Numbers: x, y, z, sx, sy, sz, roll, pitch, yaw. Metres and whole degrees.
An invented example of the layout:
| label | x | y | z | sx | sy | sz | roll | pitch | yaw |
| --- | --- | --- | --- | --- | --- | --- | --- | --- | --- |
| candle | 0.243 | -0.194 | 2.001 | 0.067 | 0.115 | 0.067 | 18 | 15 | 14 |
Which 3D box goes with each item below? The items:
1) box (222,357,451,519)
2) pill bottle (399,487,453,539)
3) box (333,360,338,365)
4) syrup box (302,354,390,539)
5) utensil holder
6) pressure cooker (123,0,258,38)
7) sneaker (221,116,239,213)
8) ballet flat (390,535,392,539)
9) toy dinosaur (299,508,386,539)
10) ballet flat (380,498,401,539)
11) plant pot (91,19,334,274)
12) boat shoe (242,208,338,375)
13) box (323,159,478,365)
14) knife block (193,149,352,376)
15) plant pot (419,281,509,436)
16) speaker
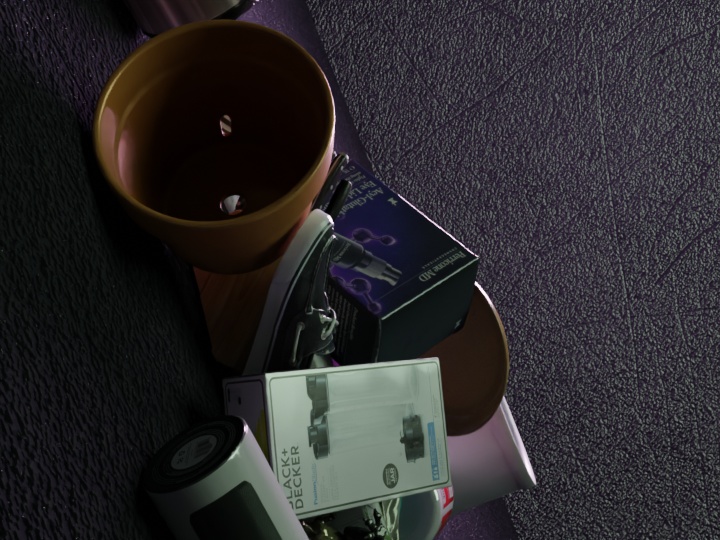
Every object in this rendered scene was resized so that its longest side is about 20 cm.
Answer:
| label | x | y | z | sx | sy | sz | roll | pitch | yaw |
| --- | --- | --- | --- | --- | --- | --- | --- | --- | --- |
| box | -0.016 | 0.138 | 0.908 | 0.198 | 0.060 | 0.119 | 1 | 82 | -42 |
| pill bottle | 0.053 | 0.271 | 1.291 | 0.200 | 0.111 | 0.114 | 31 | 37 | -77 |
| box | -0.031 | 0.015 | 1.349 | 0.137 | 0.038 | 0.204 | -66 | 156 | -60 |
| syrup box | -0.045 | 0.168 | 1.021 | 0.079 | 0.080 | 0.203 | 54 | 14 | -63 |
| utensil holder | 0.116 | 0.246 | 1.478 | 0.170 | 0.197 | 0.173 | -23 | 90 | -81 |
| pressure cooker | -0.199 | -0.360 | 1.125 | 0.175 | 0.178 | 0.201 | 29 | -24 | 47 |
| sneaker | -0.121 | -0.115 | 1.163 | 0.201 | 0.114 | 0.077 | 56 | 13 | -56 |
| ballet flat | -0.008 | 0.264 | 1.090 | 0.072 | 0.071 | 0.204 | 35 | 34 | -75 |
| toy dinosaur | 0.004 | 0.242 | 0.914 | 0.199 | 0.088 | 0.048 | 36 | 55 | -24 |
| ballet flat | 0.013 | 0.291 | 1.149 | 0.063 | 0.067 | 0.204 | 8 | 71 | -30 |
| plant pot | -0.116 | -0.088 | 0.929 | 0.141 | 0.196 | 0.203 | 87 | -14 | -61 |
| boat shoe | -0.050 | 0.048 | 0.949 | 0.072 | 0.067 | 0.203 | -31 | 143 | -72 |
| box | 0.000 | 0.000 | 1.123 | 0.199 | 0.147 | 0.106 | 38 | -40 | 28 |
| knife block | -0.069 | -0.015 | 1.024 | 0.064 | 0.173 | 0.203 | 51 | 18 | -60 |
| plant pot | 0.088 | 0.081 | 1.196 | 0.027 | 0.199 | 0.203 | -17 | 83 | -43 |
| speaker | -0.071 | 0.205 | 0.756 | 0.081 | 0.080 | 0.203 | -93 | 160 | -68 |
